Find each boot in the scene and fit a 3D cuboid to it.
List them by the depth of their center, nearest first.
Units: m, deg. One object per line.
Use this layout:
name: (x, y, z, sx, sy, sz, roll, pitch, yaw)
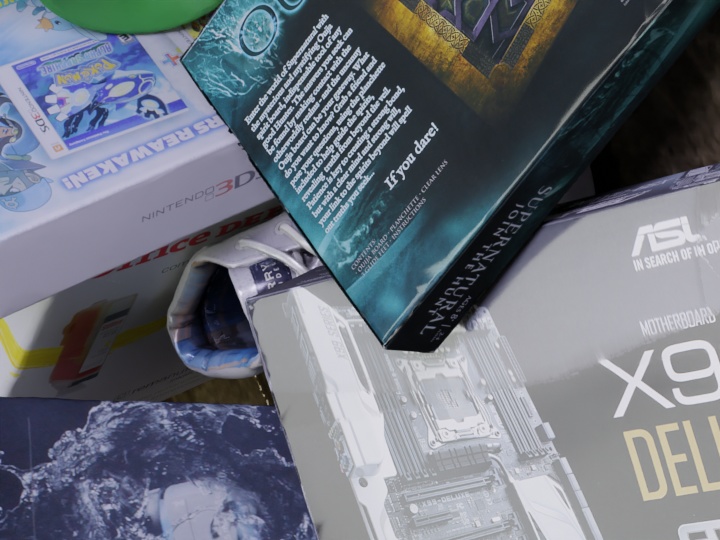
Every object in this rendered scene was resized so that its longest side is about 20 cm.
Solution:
boot: (0.000, 0.000, 0.811, 0.200, 0.095, 0.074, -34, 79, 59)

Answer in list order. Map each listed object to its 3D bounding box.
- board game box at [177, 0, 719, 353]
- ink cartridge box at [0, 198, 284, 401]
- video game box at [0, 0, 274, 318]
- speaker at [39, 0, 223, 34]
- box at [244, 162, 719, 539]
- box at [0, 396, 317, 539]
board game box: (0.038, -0.093, 0.671, 0.200, 0.028, 0.136, -51, 57, 24)
ink cartridge box: (-0.102, -0.010, 0.920, 0.084, 0.145, 0.200, 59, 148, 17)
video game box: (-0.093, -0.089, 0.808, 0.182, 0.199, 0.047, 48, 150, 33)
speaker: (-0.086, -0.187, 0.790, 0.089, 0.088, 0.201, 123, 146, -54)
box: (0.072, 0.059, 0.707, 0.199, 0.050, 0.159, -13, 97, 36)
box: (-0.058, 0.161, 0.837, 0.118, 0.199, 0.198, 116, 151, -51)
